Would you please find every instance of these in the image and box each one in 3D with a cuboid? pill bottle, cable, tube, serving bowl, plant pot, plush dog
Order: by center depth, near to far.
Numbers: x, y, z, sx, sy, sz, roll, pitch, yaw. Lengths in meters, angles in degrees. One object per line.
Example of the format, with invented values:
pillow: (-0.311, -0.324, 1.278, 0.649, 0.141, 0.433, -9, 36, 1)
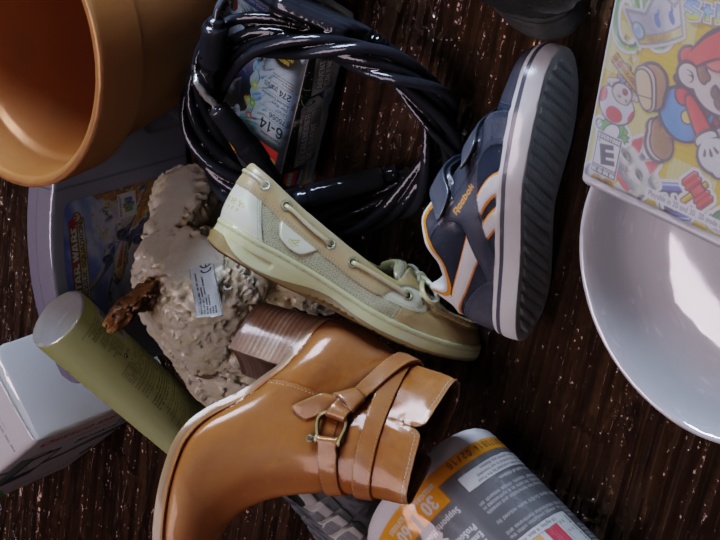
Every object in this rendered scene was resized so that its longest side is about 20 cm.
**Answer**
serving bowl: (0.223, -0.002, 1.112, 0.200, 0.066, 0.201, 19, 118, 39)
pill bottle: (0.108, 0.209, 1.274, 0.200, 0.116, 0.117, 45, 132, 24)
cable: (-0.025, -0.092, 1.282, 0.199, 0.051, 0.164, 24, 121, 1)
plant pot: (-0.189, -0.170, 1.323, 0.200, 0.140, 0.201, 20, 119, 40)
plush dog: (-0.098, 0.042, 1.412, 0.200, 0.160, 0.172, 23, 147, 39)
tube: (-0.162, 0.093, 1.452, 0.052, 0.058, 0.200, 10, 152, 50)

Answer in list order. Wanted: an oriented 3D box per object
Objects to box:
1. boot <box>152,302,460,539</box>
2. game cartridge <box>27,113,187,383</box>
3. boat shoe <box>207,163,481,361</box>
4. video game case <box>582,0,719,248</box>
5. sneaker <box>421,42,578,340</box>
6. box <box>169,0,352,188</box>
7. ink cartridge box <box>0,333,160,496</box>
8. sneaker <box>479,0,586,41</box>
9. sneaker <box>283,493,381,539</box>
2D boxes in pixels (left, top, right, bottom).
boot: (-0.037, 0.126, 1.253, 0.154, 0.074, 0.201, 20, 78, 21)
game cartridge: (-0.187, -0.020, 1.466, 0.041, 0.133, 0.201, 16, 117, 41)
boat shoe: (-0.001, -0.001, 1.287, 0.063, 0.200, 0.073, -64, 11, 1)
video game case: (0.214, -0.092, 1.021, 0.200, 0.023, 0.183, 29, 125, 35)
sneaker: (0.082, -0.054, 1.219, 0.079, 0.078, 0.201, 21, 121, 24)
box: (-0.101, -0.165, 1.380, 0.200, 0.040, 0.137, 36, 129, 30)
ink cartridge box: (-0.272, 0.118, 1.594, 0.200, 0.145, 0.084, -37, 79, 46)
sneaker: (0.069, -0.198, 1.162, 0.199, 0.060, 0.104, 27, 167, 29)
sneaker: (0.009, 0.146, 1.381, 0.075, 0.116, 0.200, 31, 162, 46)
